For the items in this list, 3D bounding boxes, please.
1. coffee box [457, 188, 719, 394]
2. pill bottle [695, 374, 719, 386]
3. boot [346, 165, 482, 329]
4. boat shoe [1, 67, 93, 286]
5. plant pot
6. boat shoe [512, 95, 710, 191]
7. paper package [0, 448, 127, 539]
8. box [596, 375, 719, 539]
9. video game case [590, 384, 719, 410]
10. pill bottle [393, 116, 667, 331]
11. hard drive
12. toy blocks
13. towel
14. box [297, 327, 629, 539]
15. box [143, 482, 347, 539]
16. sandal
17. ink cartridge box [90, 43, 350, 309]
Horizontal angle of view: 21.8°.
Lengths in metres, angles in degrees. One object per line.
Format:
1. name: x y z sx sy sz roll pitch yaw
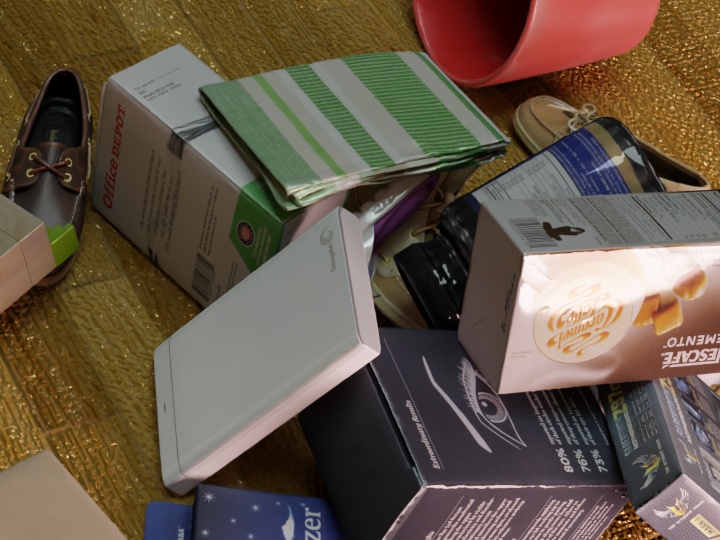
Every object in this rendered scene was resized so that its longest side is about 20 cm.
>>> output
1. coffee box: 0.180 0.013 1.338 0.198 0.115 0.080 -3 31 -22
2. pill bottle: 0.254 0.028 1.503 0.199 0.113 0.112 32 47 15
3. boot: 0.059 -0.043 1.510 0.073 0.156 0.200 27 21 -52
4. boat shoe: -0.254 -0.080 1.514 0.070 0.071 0.201 7 47 -11
5. plant pot: 0.171 -0.272 1.749 0.176 0.201 0.201 -6 48 -32
6. boat shoe: 0.228 -0.107 1.683 0.199 0.063 0.073 33 48 16
7. paper package: -0.231 0.243 1.189 0.199 0.104 0.191 -28 60 -34
8. box: 0.248 0.144 1.378 0.157 0.051 0.201 40 21 -25
9. video game case: 0.230 0.073 1.546 0.198 0.018 0.144 15 44 -2
10. pill bottle: 0.130 -0.023 1.417 0.199 0.112 0.112 -30 56 -2
11. hard drive: -0.072 0.059 1.357 0.027 0.199 0.133 32 33 -37
12. toy blocks: -0.332 -0.005 1.407 0.136 0.100 0.200 31 58 28
13. towel: -0.004 -0.113 1.439 0.198 0.024 0.153 -15 46 -27
14. box: 0.077 0.130 1.355 0.198 0.105 0.149 4 44 -32
15. box: -0.055 0.214 1.319 0.198 0.033 0.122 7 46 -9
16. sandal: -0.002 -0.001 1.443 0.050 0.082 0.203 41 93 16
17. ink cartridge box: -0.115 -0.061 1.480 0.200 0.147 0.084 41 50 22
